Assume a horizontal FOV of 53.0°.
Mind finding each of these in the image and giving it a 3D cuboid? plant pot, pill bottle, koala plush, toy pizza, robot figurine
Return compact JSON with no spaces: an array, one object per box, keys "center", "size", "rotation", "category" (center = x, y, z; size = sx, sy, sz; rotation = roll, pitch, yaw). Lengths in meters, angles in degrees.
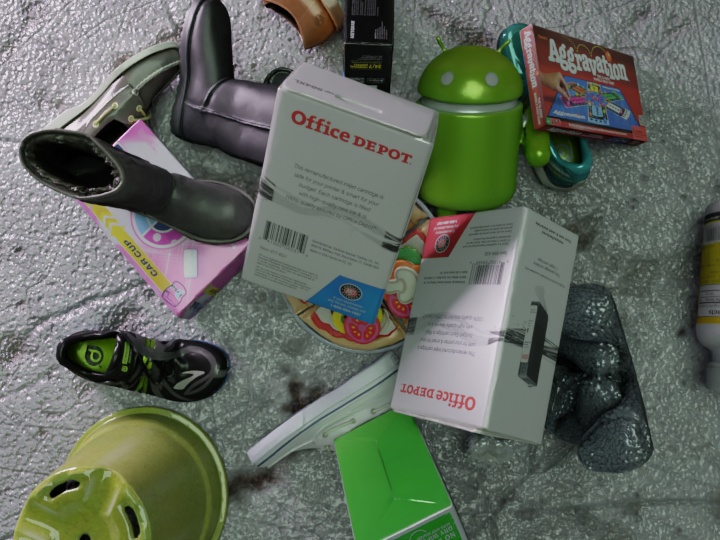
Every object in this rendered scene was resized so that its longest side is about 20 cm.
[{"center":[-0.248,0.250,0.734],"size":[0.194,0.184,0.207],"rotation":[0,85,1],"category":"plant pot"},{"center":[0.424,0.031,0.782],"size":[0.108,0.111,0.207],"rotation":[7,86,1],"category":"pill bottle"},{"center":[0.191,0.126,0.771],"size":[0.195,0.183,0.183],"rotation":[-17,79,20],"category":"koala plush"},{"center":[0.000,0.000,0.791],"size":[0.194,0.032,0.206],"rotation":[2,108,7],"category":"toy pizza"},{"center":[0.115,-0.144,0.777],"size":[0.170,0.116,0.206],"rotation":[2,114,5],"category":"robot figurine"}]

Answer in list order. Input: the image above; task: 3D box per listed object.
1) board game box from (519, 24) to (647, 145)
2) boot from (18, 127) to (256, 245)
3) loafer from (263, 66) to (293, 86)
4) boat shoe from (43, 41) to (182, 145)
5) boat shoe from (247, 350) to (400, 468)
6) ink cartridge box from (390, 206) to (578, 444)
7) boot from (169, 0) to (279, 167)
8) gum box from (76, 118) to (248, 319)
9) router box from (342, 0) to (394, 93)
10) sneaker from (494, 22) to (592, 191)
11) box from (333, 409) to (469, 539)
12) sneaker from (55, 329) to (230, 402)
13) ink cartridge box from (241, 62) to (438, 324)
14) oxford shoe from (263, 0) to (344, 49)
[{"center":[0.248,-0.197,0.787],"size":[0.196,0.019,0.106],"rotation":[-2,81,-40],"category":"board game box"},{"center":[-0.195,-0.078,0.685],"size":[0.176,0.200,0.075],"rotation":[10,83,0],"category":"boot"},{"center":[-0.032,-0.163,0.823],"size":[0.200,0.070,0.068],"rotation":[41,86,4],"category":"loafer"},{"center":[-0.276,-0.181,0.828],"size":[0.200,0.072,0.061],"rotation":[-37,86,4],"category":"boat shoe"},{"center":[-0.029,0.169,0.793],"size":[0.197,0.074,0.068],"rotation":[-33,85,-2],"category":"boat shoe"},{"center":[0.118,0.053,0.706],"size":[0.082,0.143,0.206],"rotation":[20,78,-31],"category":"ink cartridge box"},{"center":[-0.109,-0.199,0.787],"size":[0.196,0.065,0.170],"rotation":[20,107,28],"category":"boot"},{"center":[-0.224,-0.060,0.817],"size":[0.113,0.066,0.200],"rotation":[-42,86,-4],"category":"gum box"},{"center":[0.009,-0.246,0.754],"size":[0.049,0.151,0.205],"rotation":[2,58,0],"category":"router box"},{"center":[0.215,-0.192,0.819],"size":[0.076,0.080,0.205],"rotation":[-23,85,-2],"category":"sneaker"},{"center":[0.058,0.261,0.701],"size":[0.095,0.200,0.180],"rotation":[-23,107,-2],"category":"box"},{"center":[-0.241,0.105,0.796],"size":[0.193,0.083,0.073],"rotation":[8,86,1],"category":"sneaker"},{"center":[-0.021,-0.071,0.689],"size":[0.142,0.085,0.204],"rotation":[19,122,1],"category":"ink cartridge box"},{"center":[-0.098,-0.351,0.842],"size":[0.070,0.071,0.202],"rotation":[-34,87,3],"category":"oxford shoe"}]
